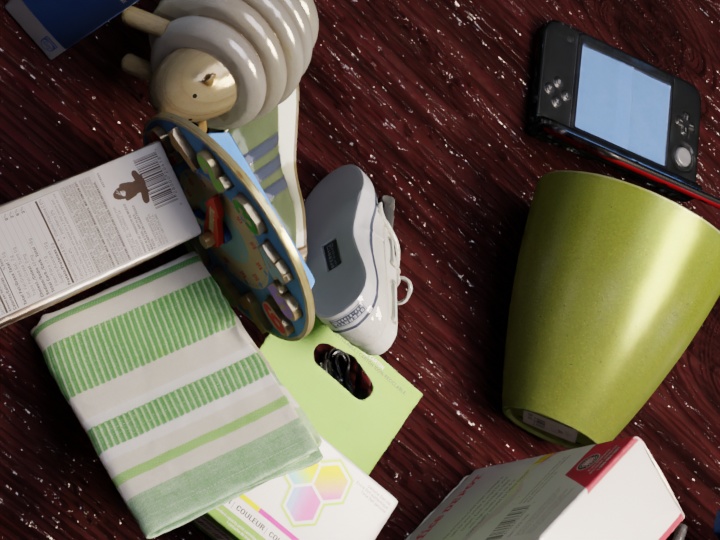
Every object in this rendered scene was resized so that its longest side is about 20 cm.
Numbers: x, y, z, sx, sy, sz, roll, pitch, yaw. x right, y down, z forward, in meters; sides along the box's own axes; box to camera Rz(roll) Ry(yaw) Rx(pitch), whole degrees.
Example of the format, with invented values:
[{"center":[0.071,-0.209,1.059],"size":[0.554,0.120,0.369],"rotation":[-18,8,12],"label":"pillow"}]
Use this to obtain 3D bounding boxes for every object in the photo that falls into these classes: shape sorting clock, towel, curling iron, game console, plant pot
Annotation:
[{"center":[-0.102,-0.030,1.633],"size":[0.039,0.200,0.201],"rotation":[-31,96,-21],"label":"shape sorting clock"},{"center":[-0.137,0.088,1.607],"size":[0.152,0.023,0.200],"rotation":[-23,61,-22],"label":"towel"},{"center":[0.004,0.024,1.806],"size":[0.049,0.026,0.201],"rotation":[31,60,-28],"label":"curling iron"},{"center":[0.264,-0.136,1.988],"size":[0.199,0.119,0.173],"rotation":[21,65,-31],"label":"game console"},{"center":[0.200,0.047,1.868],"size":[0.187,0.187,0.201],"rotation":[31,75,-26],"label":"plant pot"}]

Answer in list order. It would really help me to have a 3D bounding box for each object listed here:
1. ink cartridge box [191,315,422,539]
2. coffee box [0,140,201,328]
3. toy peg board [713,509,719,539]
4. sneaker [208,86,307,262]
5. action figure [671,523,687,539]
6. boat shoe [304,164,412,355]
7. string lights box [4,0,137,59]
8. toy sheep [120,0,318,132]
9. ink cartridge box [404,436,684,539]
[{"center":[-0.037,0.135,1.683],"size":[0.148,0.076,0.200],"rotation":[41,72,-20],"label":"ink cartridge box"},{"center":[-0.233,-0.015,1.588],"size":[0.200,0.114,0.080],"rotation":[-26,92,-37],"label":"coffee box"},{"center":[0.332,0.311,1.887],"size":[0.199,0.097,0.201],"rotation":[49,49,-41],"label":"toy peg board"},{"center":[-0.097,-0.075,1.742],"size":[0.089,0.067,0.201],"rotation":[5,74,-27],"label":"sneaker"},{"center":[0.211,0.290,1.836],"size":[0.199,0.104,0.194],"rotation":[17,58,-32],"label":"action figure"},{"center":[0.004,-0.002,1.753],"size":[0.086,0.074,0.202],"rotation":[48,17,-31],"label":"boat shoe"},{"center":[-0.176,-0.239,1.640],"size":[0.059,0.200,0.103],"rotation":[49,54,-14],"label":"string lights box"},{"center":[-0.100,-0.181,1.676],"size":[0.138,0.138,0.200],"rotation":[48,50,-15],"label":"toy sheep"},{"center":[0.135,0.216,1.736],"size":[0.148,0.200,0.086],"rotation":[-41,102,-37],"label":"ink cartridge box"}]
